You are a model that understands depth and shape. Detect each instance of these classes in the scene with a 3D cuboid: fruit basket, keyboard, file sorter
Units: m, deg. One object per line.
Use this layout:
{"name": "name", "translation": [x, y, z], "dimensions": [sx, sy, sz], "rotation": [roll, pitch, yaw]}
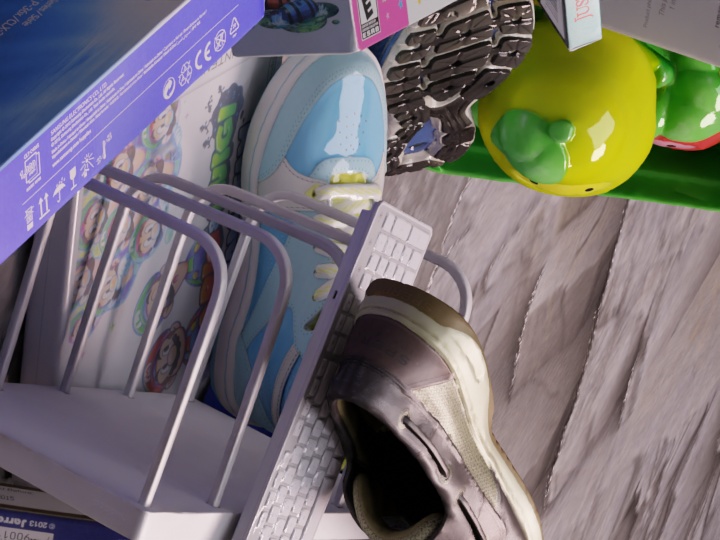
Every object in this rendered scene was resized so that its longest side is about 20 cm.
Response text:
{"name": "fruit basket", "translation": [0.119, -0.089, 1.497], "dimensions": [0.216, 0.215, 0.156], "rotation": [-54, 154, -37]}
{"name": "keyboard", "translation": [-0.018, 0.070, 1.134], "dimensions": [0.056, 0.011, 0.200], "rotation": [25, 86, -58]}
{"name": "file sorter", "translation": [-0.067, 0.031, 1.176], "dimensions": [0.200, 0.139, 0.125], "rotation": [7, 104, -57]}

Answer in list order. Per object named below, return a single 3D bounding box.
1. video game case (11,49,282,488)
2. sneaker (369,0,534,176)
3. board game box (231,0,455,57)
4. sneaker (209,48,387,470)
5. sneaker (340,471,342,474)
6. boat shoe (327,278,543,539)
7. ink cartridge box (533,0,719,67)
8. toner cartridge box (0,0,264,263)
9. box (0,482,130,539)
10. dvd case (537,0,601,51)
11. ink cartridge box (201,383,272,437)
{"name": "video game case", "translation": [-0.095, -0.018, 1.282], "dimensions": [0.182, 0.024, 0.200], "rotation": [-37, 142, -55]}
{"name": "sneaker", "translation": [0.027, -0.120, 1.381], "dimensions": [0.078, 0.089, 0.200], "rotation": [-12, 162, -18]}
{"name": "board game box", "translation": [-0.008, -0.205, 1.192], "dimensions": [0.148, 0.064, 0.200], "rotation": [-35, 120, -57]}
{"name": "sneaker", "translation": [0.000, 0.000, 1.298], "dimensions": [0.079, 0.131, 0.200], "rotation": [-5, 115, -33]}
{"name": "sneaker", "translation": [0.025, 0.123, 1.342], "dimensions": [0.079, 0.200, 0.074], "rotation": [28, 92, -29]}
{"name": "boat shoe", "translation": [0.024, 0.087, 1.148], "dimensions": [0.066, 0.072, 0.201], "rotation": [-48, 145, -25]}
{"name": "ink cartridge box", "translation": [0.142, -0.194, 1.465], "dimensions": [0.148, 0.200, 0.086], "rotation": [-42, 146, -50]}
{"name": "toner cartridge box", "translation": [-0.125, -0.080, 1.053], "dimensions": [0.200, 0.095, 0.043], "rotation": [-49, 151, -45]}
{"name": "box", "translation": [-0.146, 0.190, 1.213], "dimensions": [0.032, 0.121, 0.200], "rotation": [-105, -155, -70]}
{"name": "dvd case", "translation": [0.061, -0.218, 1.297], "dimensions": [0.022, 0.200, 0.146], "rotation": [-20, 143, -6]}
{"name": "ink cartridge box", "translation": [-0.055, 0.138, 1.491], "dimensions": [0.094, 0.044, 0.200], "rotation": [-63, 158, -22]}
